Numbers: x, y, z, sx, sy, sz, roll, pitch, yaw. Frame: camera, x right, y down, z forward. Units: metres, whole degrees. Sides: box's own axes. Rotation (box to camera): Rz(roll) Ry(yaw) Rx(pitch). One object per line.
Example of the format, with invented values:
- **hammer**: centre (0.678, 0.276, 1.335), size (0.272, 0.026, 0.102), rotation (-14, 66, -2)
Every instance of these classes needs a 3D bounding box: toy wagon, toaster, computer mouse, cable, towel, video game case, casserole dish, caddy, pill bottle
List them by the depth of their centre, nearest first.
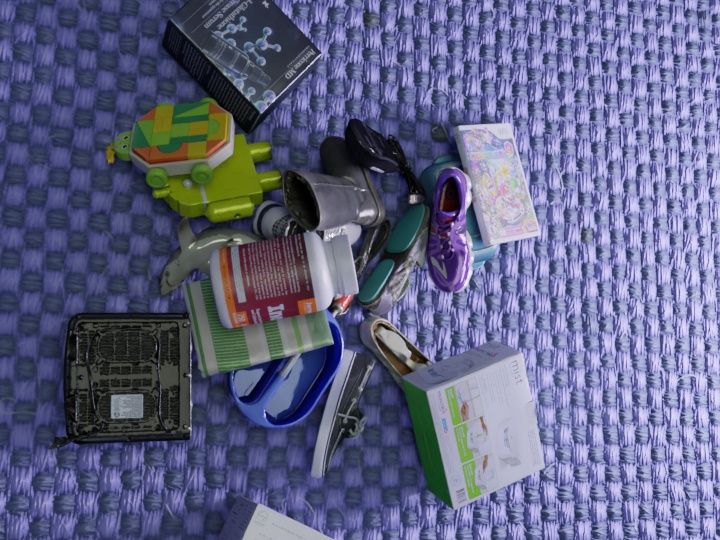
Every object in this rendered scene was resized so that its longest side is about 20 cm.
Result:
- **pill bottle**: centre (-0.107, 0.009, 1.332), size (0.197, 0.113, 0.115), rotation (-11, 84, -3)
- **toaster**: centre (-0.336, 0.156, 1.338), size (0.197, 0.119, 0.184), rotation (0, 80, -17)
- **towel**: centre (-0.153, 0.064, 1.385), size (0.197, 0.023, 0.154), rotation (-15, 68, -5)
- **toy wagon**: centre (-0.289, -0.193, 1.414), size (0.197, 0.040, 0.157), rotation (-5, 51, 2)
- **caddy**: centre (-0.114, 0.139, 1.417), size (0.141, 0.105, 0.201), rotation (36, 72, -9)
- **computer mouse**: centre (0.036, -0.160, 1.486), size (0.046, 0.199, 0.142), rotation (-33, 75, 19)
- **cable**: centre (0.000, 0.000, 1.492), size (0.200, 0.050, 0.098), rotation (-42, 129, -33)
- **casserole dish**: centre (0.171, -0.101, 1.584), size (0.119, 0.039, 0.203), rotation (-11, 84, -19)
- **video game case**: centre (0.231, -0.148, 1.591), size (0.142, 0.018, 0.203), rotation (-11, 84, -43)

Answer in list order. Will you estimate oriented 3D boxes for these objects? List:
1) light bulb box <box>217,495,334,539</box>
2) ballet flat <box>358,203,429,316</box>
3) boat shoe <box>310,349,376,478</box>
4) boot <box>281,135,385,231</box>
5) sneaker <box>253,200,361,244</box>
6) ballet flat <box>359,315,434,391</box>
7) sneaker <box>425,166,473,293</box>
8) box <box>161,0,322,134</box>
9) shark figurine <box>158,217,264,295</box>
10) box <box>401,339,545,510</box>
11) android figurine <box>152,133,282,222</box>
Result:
- **light bulb box**: centre (-0.149, 0.434, 1.308), size (0.124, 0.198, 0.202), rotation (27, 75, -9)
- **ballet flat**: centre (0.065, -0.012, 1.528), size (0.072, 0.072, 0.202), rotation (34, 73, -9)
- **boat shoe**: centre (-0.024, 0.224, 1.449), size (0.067, 0.074, 0.202), rotation (17, 66, 1)
- **boot**: centre (-0.057, -0.135, 1.433), size (0.199, 0.073, 0.183), rotation (-7, 57, -53)
- **sneaker**: centre (-0.067, -0.058, 1.448), size (0.198, 0.080, 0.078), rotation (1, 104, -42)
- **ballet flat**: centre (0.076, 0.150, 1.498), size (0.200, 0.062, 0.068), rotation (42, 72, -7)
- **sneaker**: centre (0.136, -0.064, 1.508), size (0.079, 0.083, 0.203), rotation (-2, 91, 15)
- **box**: centre (-0.187, -0.346, 1.476), size (0.200, 0.107, 0.149), rotation (45, 71, -7)
- **shark figurine**: centre (-0.206, -0.041, 1.439), size (0.211, 0.090, 0.130), rotation (-7, 116, -10)
- **box**: centre (0.178, 0.237, 1.468), size (0.174, 0.096, 0.203), rotation (-20, 105, -19)
- **android figurine**: centre (-0.223, -0.147, 1.439), size (0.197, 0.041, 0.184), rotation (-9, 57, -16)
